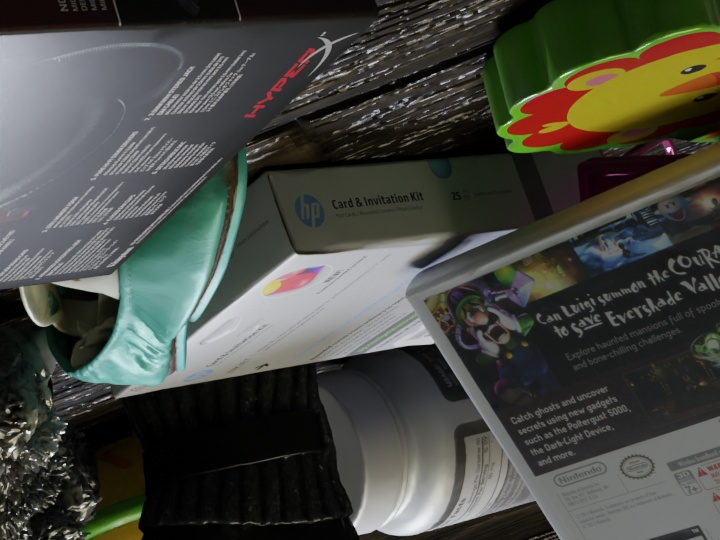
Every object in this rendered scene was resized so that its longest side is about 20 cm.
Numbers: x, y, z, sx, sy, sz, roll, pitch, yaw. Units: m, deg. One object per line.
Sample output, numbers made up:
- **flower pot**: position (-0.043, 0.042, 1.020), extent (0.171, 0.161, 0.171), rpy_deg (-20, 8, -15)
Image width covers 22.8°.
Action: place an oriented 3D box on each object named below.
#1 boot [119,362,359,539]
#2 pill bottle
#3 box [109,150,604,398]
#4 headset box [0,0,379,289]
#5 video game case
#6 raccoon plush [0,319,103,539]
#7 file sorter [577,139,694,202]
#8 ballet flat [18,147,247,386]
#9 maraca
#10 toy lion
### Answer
- **boot**: position (-0.102, 0.122, 0.887), extent (0.210, 0.159, 0.079), rpy_deg (-20, 177, -11)
- **pill bottle**: position (0.049, 0.096, 1.084), extent (0.199, 0.114, 0.114), rpy_deg (-8, 162, -38)
- **box**: position (0.000, 0.000, 0.812), extent (0.199, 0.041, 0.156), rpy_deg (-9, 161, -41)
- **headset box**: position (-0.121, -0.048, 0.400), extent (0.199, 0.075, 0.149), rpy_deg (-9, 162, -37)
- **video game case**: position (0.142, 0.046, 0.730), extent (0.199, 0.182, 0.023), rpy_deg (-23, -163, 35)
- **raccoon plush**: position (-0.173, 0.114, 0.747), extent (0.096, 0.201, 0.134), rpy_deg (13, 165, 5)
- **file sorter**: position (0.214, 0.006, 0.782), extent (0.199, 0.140, 0.125), rpy_deg (0, -166, 26)
- **ballet flat**: position (-0.088, -0.003, 0.641), extent (0.070, 0.068, 0.200), rpy_deg (-1, 159, -13)
- **maraca**: position (-0.115, 0.153, 1.082), extent (0.136, 0.108, 0.200), rpy_deg (-23, 166, 19)
- **toy lion**: position (0.148, -0.084, 0.683), extent (0.191, 0.069, 0.200), rpy_deg (-18, 168, 20)
